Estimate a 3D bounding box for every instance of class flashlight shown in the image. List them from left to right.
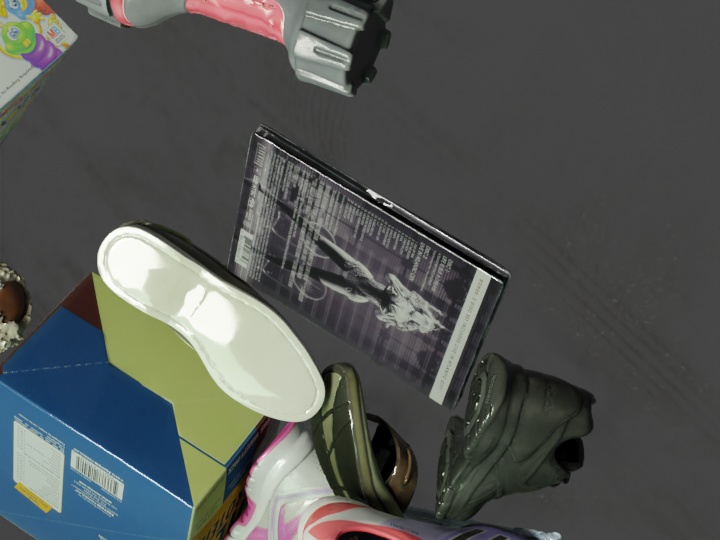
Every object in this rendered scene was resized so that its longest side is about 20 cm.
[{"bbox_3d":[-0.081,-0.159,0.965,0.198,0.068,0.068,24,139,22],"label":"flashlight"}]

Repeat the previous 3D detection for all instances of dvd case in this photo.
[{"bbox_3d":[0.000,0.000,1.095,0.199,0.016,0.150,32,141,13],"label":"dvd case"}]

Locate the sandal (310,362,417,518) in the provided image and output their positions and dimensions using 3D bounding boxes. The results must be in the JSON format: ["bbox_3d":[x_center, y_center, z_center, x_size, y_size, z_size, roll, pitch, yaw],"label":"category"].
[{"bbox_3d":[0.016,0.161,1.202,0.080,0.057,0.203,3,116,63],"label":"sandal"}]

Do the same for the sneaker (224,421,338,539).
[{"bbox_3d":[-0.053,0.209,1.293,0.088,0.081,0.201,33,143,12],"label":"sneaker"}]

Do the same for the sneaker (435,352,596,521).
[{"bbox_3d":[0.103,0.128,1.088,0.090,0.077,0.200,12,153,-5],"label":"sneaker"}]

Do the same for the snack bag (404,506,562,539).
[{"bbox_3d":[0.098,0.265,1.270,0.187,0.021,0.202,7,128,35],"label":"snack bag"}]

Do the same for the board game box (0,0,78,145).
[{"bbox_3d":[-0.305,-0.131,1.152,0.103,0.105,0.200,44,143,-7],"label":"board game box"}]

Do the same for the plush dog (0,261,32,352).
[{"bbox_3d":[-0.407,0.029,1.341,0.160,0.172,0.201,-19,115,49],"label":"plush dog"}]

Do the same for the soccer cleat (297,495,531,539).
[{"bbox_3d":[0.053,0.213,1.134,0.197,0.069,0.073,16,-174,-12],"label":"soccer cleat"}]

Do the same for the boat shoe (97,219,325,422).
[{"bbox_3d":[-0.105,0.034,1.182,0.201,0.060,0.072,39,103,-3],"label":"boat shoe"}]

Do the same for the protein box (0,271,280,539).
[{"bbox_3d":[-0.188,0.151,1.305,0.197,0.135,0.201,30,141,12],"label":"protein box"}]
